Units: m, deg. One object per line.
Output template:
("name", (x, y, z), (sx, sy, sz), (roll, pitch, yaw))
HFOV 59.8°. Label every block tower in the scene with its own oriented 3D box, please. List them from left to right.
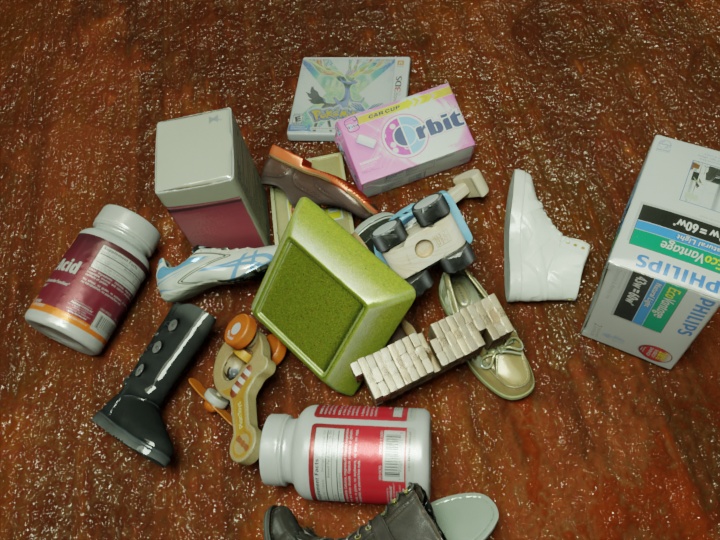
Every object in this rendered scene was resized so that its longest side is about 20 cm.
("block tower", (0.088, 0.101, 0.777), (0.199, 0.054, 0.058), (-24, 70, -7))

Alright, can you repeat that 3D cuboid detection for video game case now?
("video game case", (-0.017, -0.302, 1.094), (0.198, 0.022, 0.183), (2, 62, 9))

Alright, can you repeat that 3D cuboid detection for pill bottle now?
("pill bottle", (-0.384, 0.011, 0.919), (0.113, 0.114, 0.201), (16, 64, 15))
("pill bottle", (-0.015, 0.220, 0.756), (0.198, 0.112, 0.113), (1, 61, 8))

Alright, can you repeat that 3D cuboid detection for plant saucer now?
("plant saucer", (-0.055, 0.043, 0.805), (0.199, 0.201, 0.048), (41, 34, 17))

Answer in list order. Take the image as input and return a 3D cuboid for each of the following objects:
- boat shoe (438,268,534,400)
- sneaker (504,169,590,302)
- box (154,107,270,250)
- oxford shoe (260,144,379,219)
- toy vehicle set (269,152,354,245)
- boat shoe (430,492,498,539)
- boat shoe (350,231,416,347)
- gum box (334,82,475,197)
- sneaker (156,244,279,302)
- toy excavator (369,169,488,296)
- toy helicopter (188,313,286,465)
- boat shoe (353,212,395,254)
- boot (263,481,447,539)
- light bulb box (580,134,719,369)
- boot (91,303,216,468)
("boat shoe", (0.165, 0.078, 0.838), (0.073, 0.063, 0.202), (-22, 61, -5))
("sneaker", (0.266, -0.049, 0.895), (0.115, 0.074, 0.202), (2, 71, 7))
("box", (-0.209, -0.114, 0.914), (0.108, 0.200, 0.129), (-10, 60, 3))
("oxford shoe", (-0.063, -0.117, 0.955), (0.199, 0.071, 0.073), (30, 97, 18))
("toy vehicle set", (-0.075, -0.090, 0.983), (0.123, 0.027, 0.201), (-10, 61, 2))
("boat shoe", (0.072, 0.328, 0.718), (0.199, 0.061, 0.076), (-26, 36, -5))
("boat shoe", (0.017, 0.050, 0.825), (0.070, 0.070, 0.201), (-29, 95, -3))
("gum box", (0.065, -0.201, 0.989), (0.199, 0.066, 0.114), (-20, 76, -4))
("sneaker", (-0.197, -0.010, 0.899), (0.199, 0.072, 0.073), (-15, 84, 0))
("toy excavator", (0.105, -0.073, 0.887), (0.194, 0.100, 0.200), (-30, 18, 6))
("toy helicopter", (-0.162, 0.165, 0.819), (0.132, 0.079, 0.201), (-35, 42, 17))
("boat shoe", (0.000, 0.000, 0.890), (0.200, 0.071, 0.064), (-50, 25, -12))
("boot", (0.002, 0.292, 0.675), (0.174, 0.069, 0.200), (-42, 53, -1))
("light bulb box", (0.380, -0.019, 0.786), (0.124, 0.199, 0.201), (21, 65, 20))
("boot", (-0.252, 0.142, 0.836), (0.164, 0.066, 0.201), (13, 60, 40))
